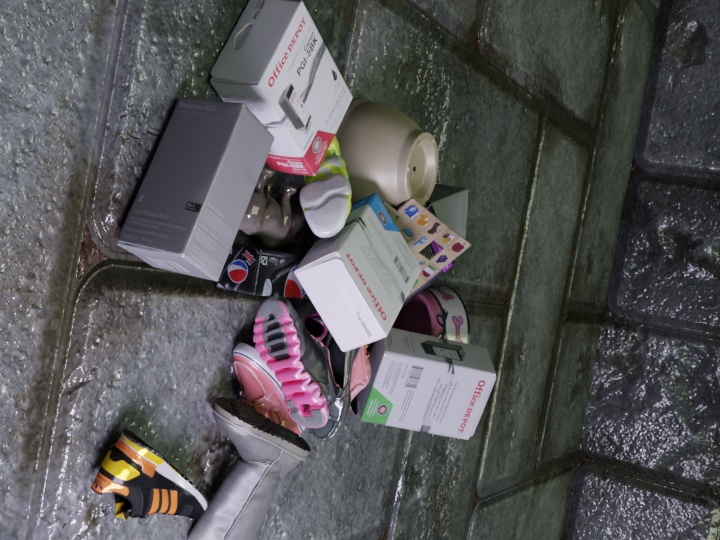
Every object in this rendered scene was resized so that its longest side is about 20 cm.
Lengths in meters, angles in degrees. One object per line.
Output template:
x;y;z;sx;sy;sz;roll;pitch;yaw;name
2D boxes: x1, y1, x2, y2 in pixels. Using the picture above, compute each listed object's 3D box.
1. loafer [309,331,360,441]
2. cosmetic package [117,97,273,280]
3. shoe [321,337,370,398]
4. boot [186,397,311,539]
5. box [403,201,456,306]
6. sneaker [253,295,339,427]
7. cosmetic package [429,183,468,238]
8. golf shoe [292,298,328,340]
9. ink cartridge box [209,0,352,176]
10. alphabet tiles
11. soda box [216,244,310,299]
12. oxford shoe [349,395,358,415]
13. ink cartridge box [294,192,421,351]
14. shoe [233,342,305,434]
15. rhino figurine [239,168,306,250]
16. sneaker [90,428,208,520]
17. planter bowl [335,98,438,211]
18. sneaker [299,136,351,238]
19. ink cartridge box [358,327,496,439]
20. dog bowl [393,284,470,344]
-0.046;0.159;1.443;0.063;0.071;0.202;22;81;-75;loafer
-0.194;-0.100;1.146;0.090;0.106;0.202;41;62;-58;cosmetic package
-0.016;0.123;1.542;0.091;0.071;0.201;36;74;-19;shoe
-0.183;0.297;1.343;0.181;0.073;0.201;36;97;-25;boot
0.064;-0.009;1.647;0.200;0.036;0.144;-40;130;-15;box
-0.083;0.118;1.348;0.095;0.078;0.202;-43;121;-49;sneaker
0.125;-0.093;1.782;0.199;0.089;0.108;-19;117;-55;cosmetic package
-0.075;0.078;1.463;0.200;0.091;0.076;-34;128;-55;golf shoe
-0.102;-0.248;1.302;0.148;0.082;0.200;-66;150;-21;ink cartridge box
0.062;-0.035;1.561;0.199;0.167;0.008;34;25;-40;alphabet tiles
-0.119;0.004;1.372;0.199;0.070;0.064;7;93;-62;soda box
-0.018;0.145;1.610;0.071;0.072;0.203;-7;106;-61;oxford shoe
0.000;0.000;1.408;0.147;0.084;0.200;59;31;-16;ink cartridge box
-0.148;0.200;1.389;0.091;0.071;0.201;-52;137;-27;shoe
-0.125;-0.079;1.346;0.200;0.059;0.089;33;67;-62;rhino figurine
-0.270;0.281;1.210;0.090;0.070;0.201;-50;143;-18;sneaker
0.045;-0.171;1.551;0.200;0.133;0.203;-32;128;-54;planter bowl
-0.047;-0.112;1.407;0.106;0.075;0.202;80;5;-54;sneaker
0.109;0.191;1.610;0.084;0.198;0.147;-99;-155;-60;ink cartridge box
0.106;0.120;1.722;0.073;0.199;0.203;10;91;-34;dog bowl
